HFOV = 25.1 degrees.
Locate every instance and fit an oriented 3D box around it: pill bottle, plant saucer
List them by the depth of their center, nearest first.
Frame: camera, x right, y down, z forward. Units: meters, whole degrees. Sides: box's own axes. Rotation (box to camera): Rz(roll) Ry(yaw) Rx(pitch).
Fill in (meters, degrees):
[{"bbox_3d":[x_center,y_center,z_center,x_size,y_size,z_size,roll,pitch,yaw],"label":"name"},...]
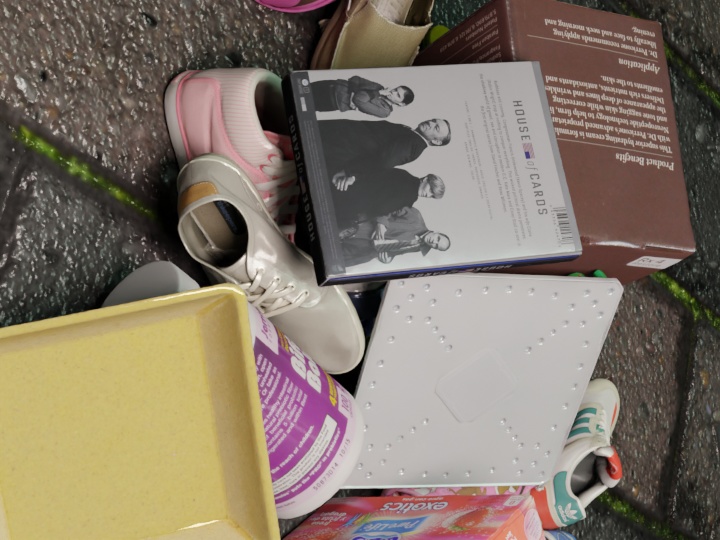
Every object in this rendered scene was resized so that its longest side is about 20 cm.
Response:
[{"bbox_3d":[-0.161,0.115,1.039,0.198,0.048,0.202,-11,107,-13],"label":"plant saucer"},{"bbox_3d":[-0.094,0.082,1.145,0.200,0.111,0.113,44,54,-37],"label":"pill bottle"}]

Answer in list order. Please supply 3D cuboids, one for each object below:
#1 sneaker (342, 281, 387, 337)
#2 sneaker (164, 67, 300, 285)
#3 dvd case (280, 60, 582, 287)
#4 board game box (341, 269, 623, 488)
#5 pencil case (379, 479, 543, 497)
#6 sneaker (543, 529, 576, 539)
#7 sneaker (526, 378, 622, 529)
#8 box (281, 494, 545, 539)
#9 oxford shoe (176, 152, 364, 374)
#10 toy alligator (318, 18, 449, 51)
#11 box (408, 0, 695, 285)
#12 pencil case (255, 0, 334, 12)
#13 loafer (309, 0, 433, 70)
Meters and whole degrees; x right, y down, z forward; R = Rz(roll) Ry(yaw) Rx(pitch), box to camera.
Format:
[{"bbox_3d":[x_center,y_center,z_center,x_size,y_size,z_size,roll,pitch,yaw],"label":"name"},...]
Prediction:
[{"bbox_3d":[0.000,0.000,1.232,0.200,0.080,0.148,-86,178,-79],"label":"sneaker"},{"bbox_3d":[-0.072,-0.056,1.198,0.075,0.104,0.202,-31,109,-48],"label":"sneaker"},{"bbox_3d":[0.051,-0.071,1.136,0.198,0.025,0.152,-5,75,-23],"label":"dvd case"},{"bbox_3d":[0.086,0.083,1.258,0.198,0.026,0.202,2,122,-23],"label":"board game box"},{"bbox_3d":[0.094,0.180,1.374,0.199,0.086,0.084,-31,138,-46],"label":"pencil case"},{"bbox_3d":[0.174,0.328,1.439,0.077,0.075,0.203,-8,99,-56],"label":"sneaker"},{"bbox_3d":[0.214,0.172,1.502,0.200,0.093,0.071,-45,117,-42],"label":"sneaker"},{"bbox_3d":[0.040,0.235,1.211,0.094,0.199,0.104,-33,111,-48],"label":"box"},{"bbox_3d":[-0.068,0.006,1.163,0.201,0.075,0.058,53,25,-24],"label":"oxford shoe"},{"bbox_3d":[0.048,-0.177,1.383,0.198,0.059,0.055,2,79,-36],"label":"toy alligator"},{"bbox_3d":[0.143,-0.091,1.296,0.164,0.164,0.202,6,71,-32],"label":"box"},{"bbox_3d":[-0.051,-0.311,1.273,0.093,0.090,0.202,6,77,-41],"label":"pencil case"},{"bbox_3d":[0.013,-0.190,1.300,0.075,0.067,0.202,13,96,-23],"label":"loafer"}]
